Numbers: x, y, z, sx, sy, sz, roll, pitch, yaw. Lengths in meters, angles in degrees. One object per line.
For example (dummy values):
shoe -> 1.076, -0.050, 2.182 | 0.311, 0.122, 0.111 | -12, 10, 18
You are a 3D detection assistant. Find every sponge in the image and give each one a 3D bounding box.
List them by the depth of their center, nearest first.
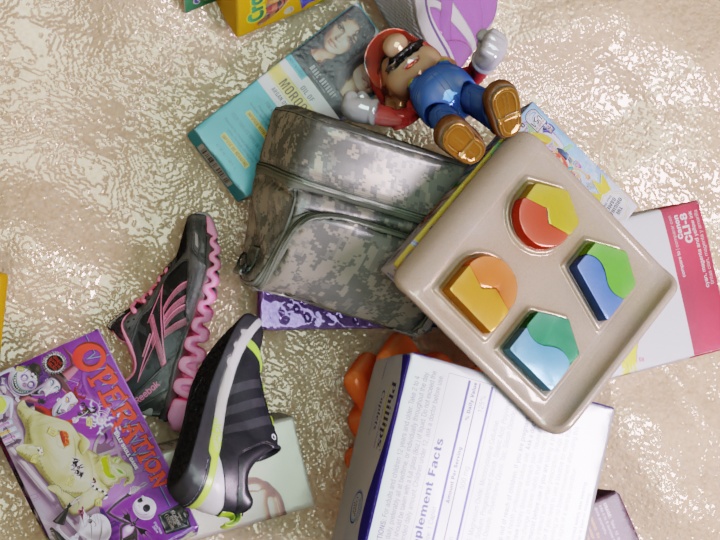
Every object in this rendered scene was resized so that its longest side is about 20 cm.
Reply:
sponge -> 0.000, 0.000, 1.770 | 0.199, 0.030, 0.112 | 0, 88, -14

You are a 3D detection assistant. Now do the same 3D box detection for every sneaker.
sneaker -> -0.107, 0.134, 1.626 | 0.083, 0.072, 0.201 | 27, 54, -17
sneaker -> -0.180, 0.041, 1.704 | 0.095, 0.079, 0.201 | 11, 83, -2
sneaker -> 0.068, -0.278, 1.747 | 0.114, 0.073, 0.201 | -47, 142, -17

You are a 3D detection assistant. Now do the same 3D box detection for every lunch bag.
lunch bag -> -0.002, -0.041, 1.683 | 0.199, 0.139, 0.169 | 16, 95, -23

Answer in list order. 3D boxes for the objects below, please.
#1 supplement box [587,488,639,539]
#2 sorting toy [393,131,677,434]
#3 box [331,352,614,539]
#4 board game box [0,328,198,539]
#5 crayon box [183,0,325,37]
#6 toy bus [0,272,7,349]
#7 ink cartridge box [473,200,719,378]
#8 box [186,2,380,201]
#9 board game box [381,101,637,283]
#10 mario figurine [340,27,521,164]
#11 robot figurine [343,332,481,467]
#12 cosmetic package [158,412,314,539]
supplement box -> 0.153, 0.280, 1.752 | 0.199, 0.110, 0.086 | -23, 93, -14
sorting toy -> 0.154, 0.008, 1.590 | 0.200, 0.036, 0.185 | 43, 72, -7
box -> 0.095, 0.185, 1.626 | 0.199, 0.105, 0.185 | 16, 81, -16
board game box -> -0.235, 0.161, 1.605 | 0.120, 0.032, 0.201 | -24, 73, -22
crayon box -> -0.065, -0.290, 1.716 | 0.199, 0.126, 0.052 | -24, 66, -14
toy bus -> -0.361, 0.100, 1.653 | 0.078, 0.065, 0.201 | 6, 85, -16
ink cartridge box -> 0.211, 0.029, 1.749 | 0.199, 0.145, 0.145 | -13, 91, -24
box -> -0.059, -0.157, 1.752 | 0.200, 0.049, 0.082 | -40, 97, -13
board game box -> 0.131, -0.029, 1.626 | 0.134, 0.034, 0.200 | 43, 72, -8
mario figurine -> 0.056, -0.170, 1.658 | 0.123, 0.200, 0.107 | -4, 113, -26
robot figurine -> 0.065, 0.157, 1.735 | 0.144, 0.117, 0.200 | -38, 97, -16
cosmetic package -> -0.153, 0.195, 1.682 | 0.199, 0.103, 0.088 | -15, 90, -13
